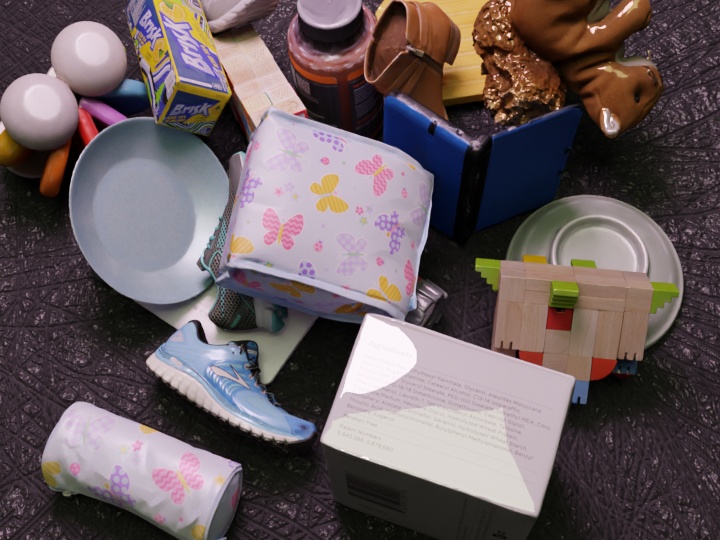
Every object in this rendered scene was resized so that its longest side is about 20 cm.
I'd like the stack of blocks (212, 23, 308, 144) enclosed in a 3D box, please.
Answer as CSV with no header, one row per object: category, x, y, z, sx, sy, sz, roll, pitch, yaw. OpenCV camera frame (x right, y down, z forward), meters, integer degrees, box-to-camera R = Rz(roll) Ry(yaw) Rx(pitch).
stack of blocks,-0.111,-0.182,1.154,0.058,0.116,0.201,-21,46,-9

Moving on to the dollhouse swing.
dollhouse swing,0.133,-0.310,1.189,0.173,0.182,0.203,-2,62,-21

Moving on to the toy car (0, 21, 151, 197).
toy car,-0.319,-0.172,1.145,0.150,0.175,0.201,40,68,-11

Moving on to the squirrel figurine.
squirrel figurine,0.221,-0.223,1.061,0.198,0.142,0.189,-26,104,13

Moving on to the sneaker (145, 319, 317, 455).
sneaker,-0.124,0.114,1.023,0.198,0.079,0.091,30,75,16

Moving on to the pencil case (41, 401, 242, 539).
pencil case,-0.215,0.202,0.985,0.197,0.083,0.092,18,71,11

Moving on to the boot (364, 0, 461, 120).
boot,0.046,-0.196,1.101,0.073,0.154,0.204,13,99,24

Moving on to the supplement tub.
supplement tub,-0.026,-0.232,1.128,0.105,0.201,0.109,-1,62,2

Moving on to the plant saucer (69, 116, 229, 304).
plant saucer,-0.228,-0.063,1.085,0.199,0.038,0.205,7,79,-38

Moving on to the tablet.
tablet,-0.145,0.027,1.110,0.198,0.014,0.131,30,68,16

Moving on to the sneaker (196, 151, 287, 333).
sneaker,-0.137,-0.029,1.077,0.090,0.078,0.204,-10,75,9

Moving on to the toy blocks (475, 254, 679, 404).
toy blocks,0.210,0.069,1.015,0.196,0.139,0.100,5,19,5

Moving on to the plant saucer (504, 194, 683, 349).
plant saucer,0.257,-0.004,1.088,0.196,0.050,0.203,-1,63,1

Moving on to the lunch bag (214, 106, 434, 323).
lunch bag,-0.030,-0.043,1.005,0.197,0.127,0.173,14,75,-12

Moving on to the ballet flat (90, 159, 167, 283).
ballet flat,-0.251,-0.081,1.137,0.072,0.073,0.202,24,67,14

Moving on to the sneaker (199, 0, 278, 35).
sneaker,-0.166,-0.328,1.186,0.074,0.199,0.083,-26,106,-31

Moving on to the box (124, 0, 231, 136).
box,-0.209,-0.248,1.132,0.069,0.064,0.202,8,45,-35

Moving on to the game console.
game console,0.122,-0.127,1.069,0.170,0.201,0.119,34,70,15

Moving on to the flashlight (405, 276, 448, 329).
flashlight,0.000,0.000,1.092,0.199,0.068,0.068,33,105,22

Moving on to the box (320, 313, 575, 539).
box,0.078,0.161,0.928,0.197,0.200,0.132,17,65,11
